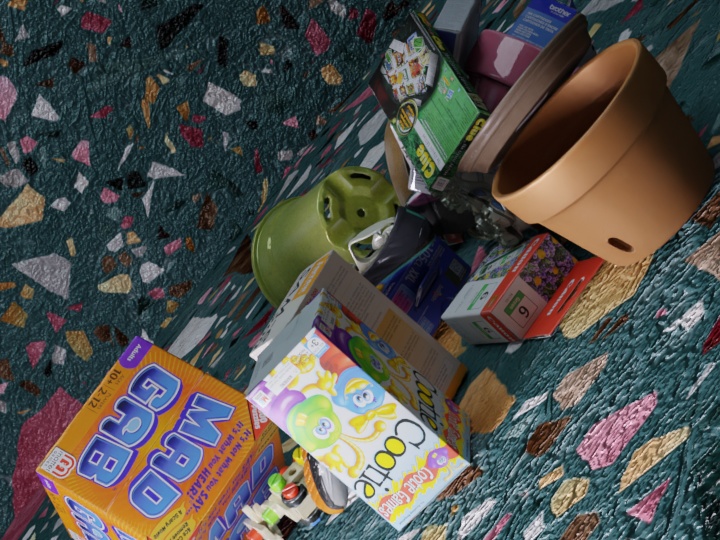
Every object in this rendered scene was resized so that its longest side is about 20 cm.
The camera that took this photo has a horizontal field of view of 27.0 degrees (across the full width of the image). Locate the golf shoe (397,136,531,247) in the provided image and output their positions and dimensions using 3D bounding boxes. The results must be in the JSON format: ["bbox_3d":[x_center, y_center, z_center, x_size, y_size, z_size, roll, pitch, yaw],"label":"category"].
[{"bbox_3d":[0.128,-0.109,1.633,0.097,0.078,0.200,-44,55,-9],"label":"golf shoe"}]

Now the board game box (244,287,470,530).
[{"bbox_3d":[0.001,0.132,1.442,0.103,0.200,0.105,-45,12,17],"label":"board game box"}]

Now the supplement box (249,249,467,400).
[{"bbox_3d":[0.000,0.096,1.562,0.073,0.200,0.126,-34,18,50],"label":"supplement box"}]

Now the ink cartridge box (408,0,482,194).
[{"bbox_3d":[0.102,-0.216,1.773,0.200,0.043,0.198,-66,-16,-64],"label":"ink cartridge box"}]

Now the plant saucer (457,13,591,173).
[{"bbox_3d":[0.171,-0.173,1.519,0.200,0.029,0.200,-50,-6,-6],"label":"plant saucer"}]

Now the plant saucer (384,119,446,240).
[{"bbox_3d":[0.075,-0.133,1.997,0.035,0.202,0.201,-16,25,19],"label":"plant saucer"}]

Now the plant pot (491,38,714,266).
[{"bbox_3d":[0.242,-0.100,1.430,0.200,0.140,0.200,-47,12,13],"label":"plant pot"}]

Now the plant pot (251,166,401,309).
[{"bbox_3d":[-0.027,-0.044,2.023,0.201,0.200,0.184,-56,5,-30],"label":"plant pot"}]

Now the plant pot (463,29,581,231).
[{"bbox_3d":[0.187,-0.153,1.718,0.180,0.199,0.200,-63,11,4],"label":"plant pot"}]

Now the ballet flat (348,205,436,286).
[{"bbox_3d":[0.000,0.000,1.750,0.200,0.073,0.073,-44,13,16],"label":"ballet flat"}]

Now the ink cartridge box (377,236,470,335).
[{"bbox_3d":[0.048,0.041,1.827,0.200,0.076,0.137,-28,25,56],"label":"ink cartridge box"}]

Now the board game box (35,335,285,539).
[{"bbox_3d":[-0.225,0.242,1.754,0.201,0.199,0.201,-55,-19,-25],"label":"board game box"}]

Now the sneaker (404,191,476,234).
[{"bbox_3d":[0.142,-0.114,1.851,0.199,0.081,0.086,-26,26,-11],"label":"sneaker"}]

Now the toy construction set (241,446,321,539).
[{"bbox_3d":[-0.067,0.221,1.680,0.131,0.092,0.201,20,77,51],"label":"toy construction set"}]

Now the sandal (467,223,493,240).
[{"bbox_3d":[0.157,-0.092,1.918,0.079,0.057,0.202,-26,34,17],"label":"sandal"}]

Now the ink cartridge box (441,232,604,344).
[{"bbox_3d":[0.166,0.018,1.555,0.109,0.050,0.200,-52,12,-15],"label":"ink cartridge box"}]

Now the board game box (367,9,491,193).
[{"bbox_3d":[0.071,-0.184,1.611,0.105,0.023,0.201,-54,39,26],"label":"board game box"}]

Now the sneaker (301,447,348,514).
[{"bbox_3d":[-0.017,0.160,1.602,0.076,0.091,0.202,117,151,-62],"label":"sneaker"}]

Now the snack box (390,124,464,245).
[{"bbox_3d":[0.088,-0.130,1.936,0.024,0.201,0.072,-17,35,17],"label":"snack box"}]

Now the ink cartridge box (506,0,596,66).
[{"bbox_3d":[0.235,-0.260,1.940,0.076,0.137,0.200,34,79,33],"label":"ink cartridge box"}]
